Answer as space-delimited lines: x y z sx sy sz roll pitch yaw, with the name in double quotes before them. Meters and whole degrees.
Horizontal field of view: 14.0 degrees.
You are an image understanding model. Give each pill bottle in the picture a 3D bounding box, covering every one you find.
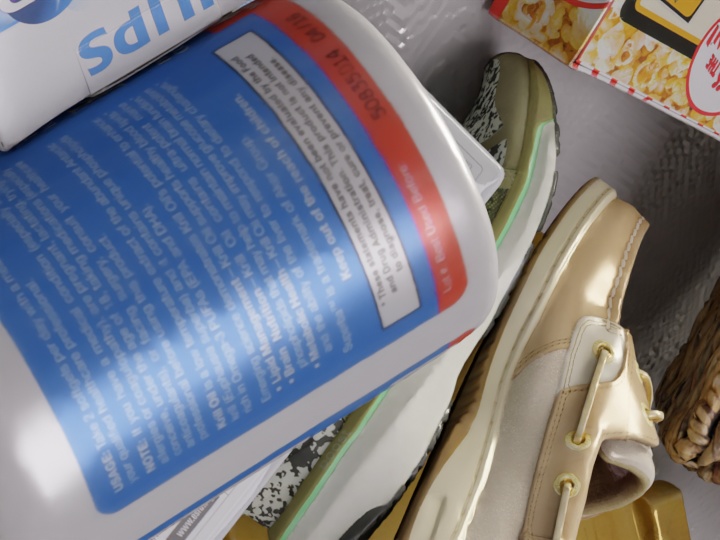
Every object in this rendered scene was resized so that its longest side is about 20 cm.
"pill bottle" -0.072 0.016 0.784 0.199 0.112 0.113 -31 136 -19

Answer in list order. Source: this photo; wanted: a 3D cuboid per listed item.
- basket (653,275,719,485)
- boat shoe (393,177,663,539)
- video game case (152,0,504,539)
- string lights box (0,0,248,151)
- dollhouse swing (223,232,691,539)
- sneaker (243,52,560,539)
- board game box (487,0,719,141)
"basket" 0.218 0.011 1.079 0.201 0.149 0.143 -61 -178 9
"boat shoe" 0.062 0.057 0.951 0.074 0.069 0.200 113 3 -54
"video game case" -0.076 -0.009 0.853 0.182 0.022 0.200 43 81 -29
"string lights box" -0.093 -0.143 0.741 0.103 0.059 0.201 -32 127 -20
"dollhouse swing" -0.006 0.101 1.052 0.199 0.177 0.182 -19 172 -34
"sneaker" 0.000 0.000 0.947 0.201 0.088 0.077 -63 -174 -27
"board game box" 0.149 -0.144 1.013 0.151 0.046 0.201 22 102 -50
